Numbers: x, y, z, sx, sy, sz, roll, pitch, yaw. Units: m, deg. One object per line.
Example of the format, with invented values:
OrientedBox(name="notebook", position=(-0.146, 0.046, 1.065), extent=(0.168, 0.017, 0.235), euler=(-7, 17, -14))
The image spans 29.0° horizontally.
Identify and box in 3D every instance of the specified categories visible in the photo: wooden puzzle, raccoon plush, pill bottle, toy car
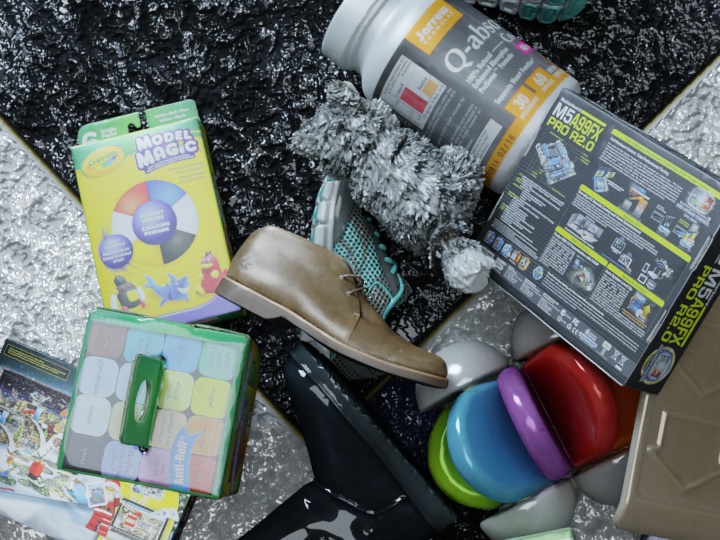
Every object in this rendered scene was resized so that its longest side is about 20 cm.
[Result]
OrientedBox(name="wooden puzzle", position=(0.282, 0.112, 1.069), extent=(0.185, 0.046, 0.200), euler=(15, 88, -24))
OrientedBox(name="raccoon plush", position=(0.029, -0.074, 1.064), extent=(0.134, 0.200, 0.097), euler=(33, 94, -25))
OrientedBox(name="pill bottle", position=(0.074, -0.163, 1.166), extent=(0.200, 0.116, 0.116), euler=(36, 84, 7))
OrientedBox(name="toy car", position=(0.146, 0.118, 1.100), extent=(0.200, 0.150, 0.175), euler=(-26, 81, -2))

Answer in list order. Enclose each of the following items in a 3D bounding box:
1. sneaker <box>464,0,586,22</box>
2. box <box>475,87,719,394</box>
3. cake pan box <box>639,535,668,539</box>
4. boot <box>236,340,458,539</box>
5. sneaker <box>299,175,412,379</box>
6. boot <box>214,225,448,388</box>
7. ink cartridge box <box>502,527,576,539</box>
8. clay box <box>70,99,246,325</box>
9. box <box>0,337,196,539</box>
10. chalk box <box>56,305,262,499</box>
OrientedBox(name="sneaker", position=(0.104, -0.282, 1.208), extent=(0.200, 0.078, 0.091), euler=(16, 66, 1))
OrientedBox(name="box", position=(0.186, -0.026, 1.046), extent=(0.200, 0.044, 0.160), euler=(41, 108, 46))
OrientedBox(name="cake pan box", position=(0.314, 0.253, 1.123), extent=(0.184, 0.052, 0.200), euler=(27, 83, 8))
OrientedBox(name="boot", position=(-0.042, 0.180, 1.113), extent=(0.168, 0.076, 0.200), euler=(-39, 101, 2))
OrientedBox(name="sneaker", position=(0.000, 0.000, 1.172), extent=(0.091, 0.078, 0.200), euler=(6, 89, -4))
OrientedBox(name="boot", position=(-0.012, 0.029, 1.095), extent=(0.200, 0.074, 0.076), euler=(27, 84, 10))
OrientedBox(name="ink cartridge box", position=(0.109, 0.305, 1.040), extent=(0.145, 0.048, 0.200), euler=(-11, 73, 1))
OrientedBox(name="clay box", position=(-0.176, -0.046, 1.192), extent=(0.115, 0.048, 0.200), euler=(-14, 82, 0))
OrientedBox(name="box", position=(-0.232, 0.158, 1.167), extent=(0.200, 0.038, 0.137), euler=(23, 82, 6))
OrientedBox(name="chalk box", position=(-0.147, 0.101, 1.050), extent=(0.124, 0.200, 0.125), euler=(11, 83, 0))
